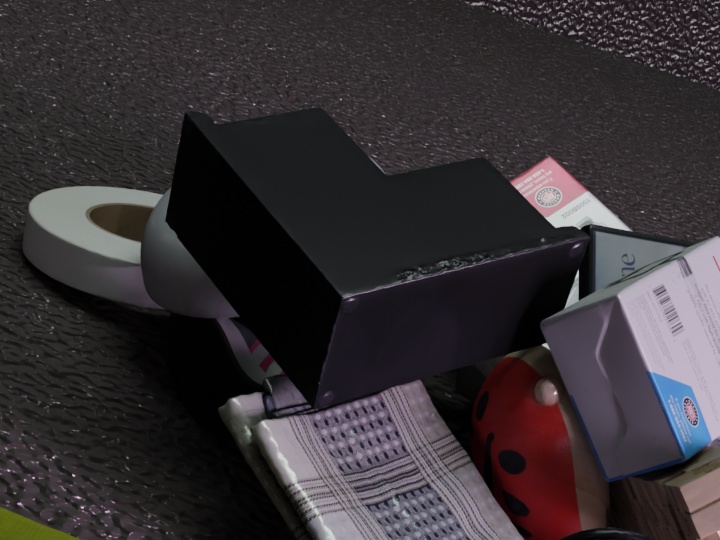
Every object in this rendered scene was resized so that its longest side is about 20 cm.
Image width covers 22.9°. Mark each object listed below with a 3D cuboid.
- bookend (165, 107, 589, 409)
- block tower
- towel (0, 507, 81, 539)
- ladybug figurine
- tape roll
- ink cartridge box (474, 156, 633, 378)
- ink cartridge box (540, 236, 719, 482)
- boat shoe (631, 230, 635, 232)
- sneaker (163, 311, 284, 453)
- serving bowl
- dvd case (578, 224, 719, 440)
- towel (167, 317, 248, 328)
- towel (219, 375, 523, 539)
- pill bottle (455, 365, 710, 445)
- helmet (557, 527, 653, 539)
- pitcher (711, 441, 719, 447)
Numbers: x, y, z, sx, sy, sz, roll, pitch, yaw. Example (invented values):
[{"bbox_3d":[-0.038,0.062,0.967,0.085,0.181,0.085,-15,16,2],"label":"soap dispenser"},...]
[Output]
[{"bbox_3d":[0.007,-0.027,1.174,0.198,0.093,0.200,-14,46,-34],"label":"bookend"},{"bbox_3d":[0.209,0.148,1.181,0.057,0.054,0.200,-23,2,-8],"label":"block tower"},{"bbox_3d":[-0.212,0.150,0.998,0.199,0.018,0.086,23,19,0],"label":"towel"},{"bbox_3d":[0.121,0.128,1.239,0.072,0.200,0.136,-22,57,-8],"label":"ladybug figurine"},{"bbox_3d":[-0.173,-0.020,1.441,0.201,0.037,0.203,11,17,-4],"label":"tape roll"},{"bbox_3d":[0.158,0.030,1.359,0.146,0.083,0.200,-33,62,-26],"label":"ink cartridge box"},{"bbox_3d":[0.216,0.052,1.205,0.200,0.068,0.117,-23,90,-51],"label":"ink cartridge box"},{"bbox_3d":[0.205,0.040,1.556,0.068,0.201,0.072,39,58,24],"label":"boat shoe"},{"bbox_3d":[-0.046,0.084,1.269,0.120,0.084,0.200,4,27,-44],"label":"sneaker"},{"bbox_3d":[-0.072,-0.046,1.303,0.199,0.066,0.200,-12,28,7],"label":"serving bowl"},{"bbox_3d":[0.245,0.050,1.290,0.199,0.144,0.018,8,-14,-24],"label":"dvd case"},{"bbox_3d":[-0.026,0.048,1.416,0.191,0.035,0.200,9,12,26],"label":"towel"},{"bbox_3d":[0.023,0.143,1.125,0.192,0.035,0.201,-9,58,-51],"label":"towel"},{"bbox_3d":[0.181,0.108,1.425,0.199,0.112,0.111,28,19,16],"label":"pill bottle"},{"bbox_3d":[0.096,0.237,0.844,0.201,0.190,0.200,56,7,-11],"label":"helmet"},{"bbox_3d":[0.297,0.109,1.580,0.170,0.122,0.200,9,29,7],"label":"pitcher"}]
